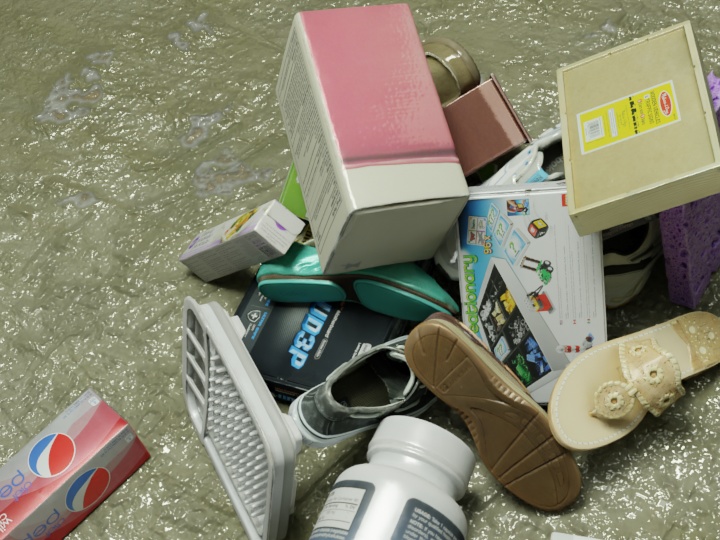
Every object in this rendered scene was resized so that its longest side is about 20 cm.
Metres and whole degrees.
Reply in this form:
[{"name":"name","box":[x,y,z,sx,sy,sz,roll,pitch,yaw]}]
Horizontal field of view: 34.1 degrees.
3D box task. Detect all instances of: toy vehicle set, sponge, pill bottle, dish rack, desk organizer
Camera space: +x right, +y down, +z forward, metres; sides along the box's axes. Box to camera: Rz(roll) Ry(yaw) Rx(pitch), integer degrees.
[{"name":"toy vehicle set","box":[0.231,-0.122,0.980,0.124,0.027,0.200,-18,41,22]},{"name":"sponge","box":[0.306,-0.068,1.052,0.030,0.200,0.112,22,62,32]},{"name":"pill bottle","box":[0.020,0.227,0.958,0.119,0.120,0.200,14,59,22]},{"name":"dish rack","box":[-0.104,0.133,1.036,0.043,0.172,0.200,-15,50,-23]},{"name":"desk organizer","box":[0.112,-0.136,1.148,0.077,0.200,0.072,-30,92,7]}]

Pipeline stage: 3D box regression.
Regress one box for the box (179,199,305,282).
[{"name":"box","box":[-0.119,-0.026,1.149,0.039,0.041,0.200,-57,18,-23]}]

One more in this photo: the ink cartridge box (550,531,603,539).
[{"name":"ink cartridge box","box":[0.220,0.310,0.896,0.173,0.044,0.200,5,56,17]}]

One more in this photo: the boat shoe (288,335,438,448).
[{"name":"boat shoe","box":[0.027,0.100,1.031,0.200,0.071,0.072,-25,80,-46]}]

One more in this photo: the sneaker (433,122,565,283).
[{"name":"sneaker","box":[0.142,-0.071,1.065,0.075,0.087,0.200,44,87,4]}]

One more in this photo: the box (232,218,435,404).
[{"name":"box","box":[-0.034,0.040,1.153,0.159,0.046,0.200,14,58,22]}]

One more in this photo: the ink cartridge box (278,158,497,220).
[{"name":"ink cartridge box","box":[0.031,-0.086,1.180,0.200,0.076,0.148,20,26,-2]}]

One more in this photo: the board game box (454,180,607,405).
[{"name":"board game box","box":[0.152,0.022,1.039,0.126,0.200,0.035,-3,17,11]}]

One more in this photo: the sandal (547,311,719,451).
[{"name":"sandal","box":[0.250,0.079,0.993,0.212,0.070,0.078,-24,78,-31]}]

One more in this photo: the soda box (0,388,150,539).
[{"name":"soda box","box":[-0.294,0.207,1.079,0.063,0.070,0.200,35,68,30]}]

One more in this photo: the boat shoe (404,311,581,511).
[{"name":"boat shoe","box":[0.120,0.116,1.017,0.200,0.072,0.072,47,113,1]}]

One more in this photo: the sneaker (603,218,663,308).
[{"name":"sneaker","box":[0.276,-0.055,1.121,0.076,0.088,0.200,25,63,29]}]

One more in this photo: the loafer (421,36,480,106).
[{"name":"loafer","box":[0.050,-0.189,1.241,0.067,0.076,0.200,-47,19,-25]}]

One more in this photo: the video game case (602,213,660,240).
[{"name":"video game case","box":[0.189,-0.064,1.124,0.200,0.019,0.143,-23,35,28]}]

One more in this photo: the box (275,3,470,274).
[{"name":"box","box":[0.005,-0.116,1.037,0.109,0.128,0.200,-9,68,-17]}]

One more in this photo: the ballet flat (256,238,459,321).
[{"name":"ballet flat","box":[0.000,0.000,1.100,0.200,0.067,0.070,7,63,19]}]
